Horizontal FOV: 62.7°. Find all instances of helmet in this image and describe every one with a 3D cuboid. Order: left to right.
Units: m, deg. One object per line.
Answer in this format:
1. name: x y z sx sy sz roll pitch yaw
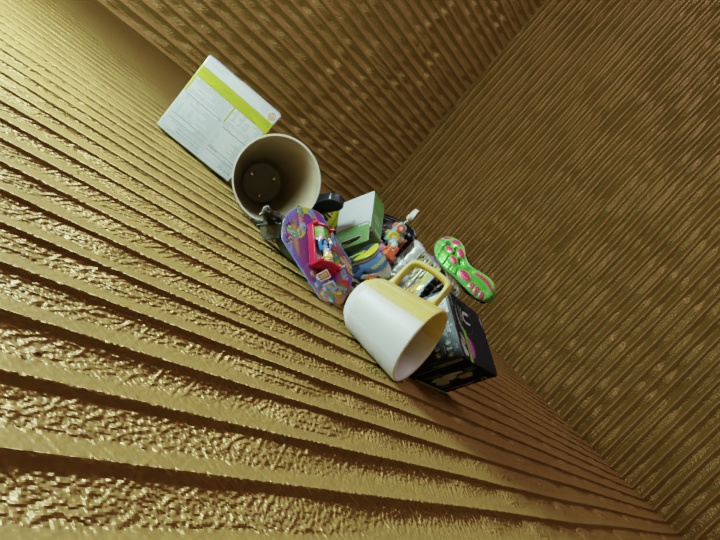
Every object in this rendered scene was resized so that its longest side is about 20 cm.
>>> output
1. helmet: 0.039 -0.064 1.623 0.190 0.201 0.200 9 17 -15

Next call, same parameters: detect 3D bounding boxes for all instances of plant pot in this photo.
1. plant pot: -0.204 -0.198 1.311 0.187 0.188 0.200 40 -7 -20

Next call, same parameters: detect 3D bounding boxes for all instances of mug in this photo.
1. mug: 0.064 0.084 1.068 0.153 0.186 0.150 36 -40 26

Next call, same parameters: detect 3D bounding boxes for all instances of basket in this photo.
1. basket: 0.124 0.049 1.447 0.161 0.198 0.200 44 7 -1

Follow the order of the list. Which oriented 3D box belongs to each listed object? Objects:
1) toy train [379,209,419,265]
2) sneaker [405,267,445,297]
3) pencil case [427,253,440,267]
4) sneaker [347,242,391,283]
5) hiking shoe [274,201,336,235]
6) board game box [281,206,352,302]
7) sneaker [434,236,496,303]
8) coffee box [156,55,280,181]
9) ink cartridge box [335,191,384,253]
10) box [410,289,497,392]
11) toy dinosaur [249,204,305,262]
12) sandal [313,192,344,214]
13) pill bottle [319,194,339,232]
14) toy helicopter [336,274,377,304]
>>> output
1. toy train: 0.083 -0.061 1.442 0.056 0.150 0.200 48 50 -11
2. sneaker: 0.111 0.065 1.318 0.090 0.200 0.078 32 -14 44
3. pencil case: 0.144 0.028 1.688 0.085 0.200 0.084 42 40 -21
4. sneaker: 0.000 0.000 1.362 0.082 0.074 0.200 48 -25 -13
5. hiking shoe: -0.128 -0.085 1.431 0.199 0.076 0.101 25 24 -37
6. board game box: -0.067 -0.040 1.149 0.201 0.039 0.158 59 33 -10
7. sneaker: 0.242 0.004 1.409 0.200 0.077 0.084 56 -7 24
8. coffee box: -0.326 -0.357 1.396 0.200 0.198 0.200 38 8 -16
9. ink cartridge box: -0.003 -0.105 1.489 0.059 0.103 0.201 56 27 -35
10. box: 0.179 0.151 1.224 0.200 0.124 0.149 34 39 -53
11. toy dinosaur: -0.133 -0.064 1.198 0.200 0.102 0.077 50 -21 -23
12. sandal: -0.127 -0.164 1.451 0.199 0.043 0.076 -4 -25 26
13. pill bottle: -0.136 -0.153 1.568 0.200 0.114 0.114 39 8 -24
14. toy helicopter: -0.051 0.019 1.260 0.200 0.079 0.132 34 13 21
